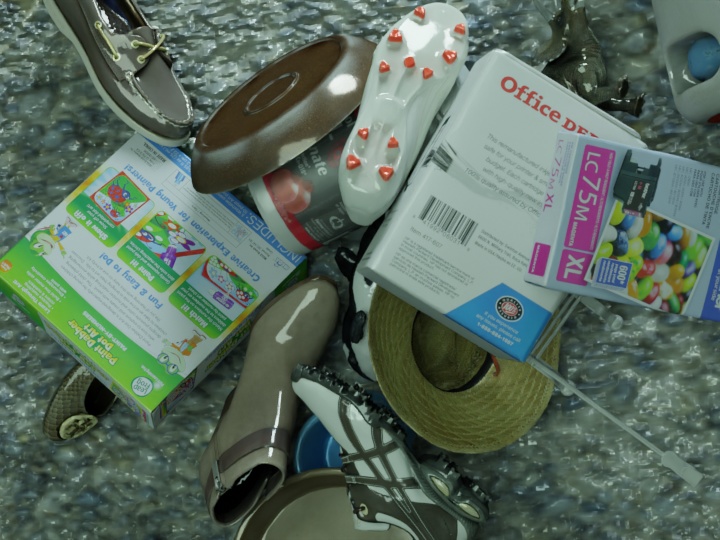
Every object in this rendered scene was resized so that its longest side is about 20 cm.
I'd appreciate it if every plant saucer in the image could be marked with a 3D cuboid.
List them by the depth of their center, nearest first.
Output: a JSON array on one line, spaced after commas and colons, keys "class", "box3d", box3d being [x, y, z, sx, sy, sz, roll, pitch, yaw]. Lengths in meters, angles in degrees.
[{"class": "plant saucer", "box3d": [-0.068, -0.138, 1.601, 0.200, 0.200, 0.032, -31, 113, 15]}, {"class": "plant saucer", "box3d": [-0.017, 0.266, 1.612, 0.199, 0.029, 0.201, 0, 89, 18]}]

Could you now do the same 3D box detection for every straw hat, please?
[{"class": "straw hat", "box3d": [0.071, 0.058, 1.602, 0.085, 0.200, 0.202, -18, 82, 58]}]

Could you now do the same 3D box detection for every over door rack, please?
[{"class": "over door rack", "box3d": [0.234, 0.061, 1.566, 0.200, 0.067, 0.148, 36, 93, 1]}]

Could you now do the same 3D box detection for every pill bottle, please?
[{"class": "pill bottle", "box3d": [0.009, -0.102, 1.617, 0.199, 0.111, 0.111, -26, 82, 15]}]

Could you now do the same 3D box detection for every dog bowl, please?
[{"class": "dog bowl", "box3d": [0.011, 0.200, 1.644, 0.111, 0.050, 0.201, -28, 81, 15]}]

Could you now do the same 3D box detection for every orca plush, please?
[{"class": "orca plush", "box3d": [0.000, 0.000, 1.609, 0.071, 0.201, 0.105, 26, 54, 25]}]

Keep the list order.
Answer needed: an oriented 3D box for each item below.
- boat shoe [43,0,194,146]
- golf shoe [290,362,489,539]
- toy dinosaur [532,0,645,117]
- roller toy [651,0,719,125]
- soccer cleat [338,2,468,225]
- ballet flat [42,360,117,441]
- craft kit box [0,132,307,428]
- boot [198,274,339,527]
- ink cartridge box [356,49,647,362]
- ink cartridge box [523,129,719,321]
[{"class": "boat shoe", "box3d": [-0.208, -0.200, 1.702, 0.200, 0.072, 0.060, 54, 128, 16]}, {"class": "golf shoe", "box3d": [0.008, 0.159, 1.547, 0.200, 0.078, 0.095, 41, 93, 6]}, {"class": "toy dinosaur", "box3d": [0.171, -0.131, 1.597, 0.102, 0.077, 0.201, 25, 102, 28]}, {"class": "roller toy", "box3d": [0.326, -0.188, 1.483, 0.182, 0.200, 0.141, -14, 86, 27]}, {"class": "soccer cleat", "box3d": [0.030, -0.128, 1.524, 0.069, 0.078, 0.201, 22, 63, 6]}, {"class": "ballet flat", "box3d": [-0.210, 0.081, 1.709, 0.046, 0.067, 0.200, 43, 95, 21]}, {"class": "craft kit box", "box3d": [-0.183, 0.002, 1.662, 0.200, 0.049, 0.197, 40, 68, 15]}, {"class": "boot", "box3d": [-0.074, 0.118, 1.610, 0.070, 0.147, 0.200, 22, 123, -16]}, {"class": "ink cartridge box", "box3d": [0.110, -0.050, 1.503, 0.146, 0.084, 0.201, 32, 85, -6]}, {"class": "ink cartridge box", "box3d": [0.232, -0.030, 1.472, 0.199, 0.042, 0.120, 11, 94, -25]}]
